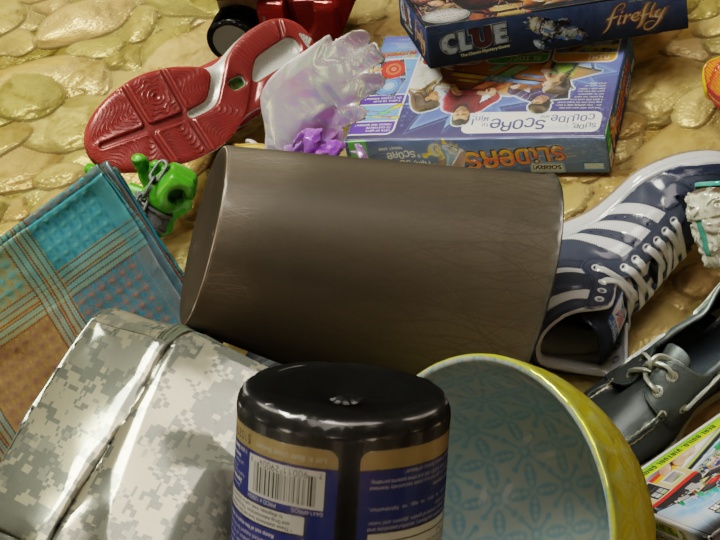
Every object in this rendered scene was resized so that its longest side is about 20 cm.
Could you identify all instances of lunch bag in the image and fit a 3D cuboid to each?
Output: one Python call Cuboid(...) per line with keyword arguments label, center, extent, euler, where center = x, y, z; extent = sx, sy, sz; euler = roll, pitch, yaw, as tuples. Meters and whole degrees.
Cuboid(label="lunch bag", center=(-0.109, 0.141, 1.078), extent=(0.168, 0.139, 0.200), euler=(12, 57, 31))

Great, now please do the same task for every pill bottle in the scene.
Cuboid(label="pill bottle", center=(-0.014, 0.157, 0.970), extent=(0.112, 0.200, 0.112), euler=(4, 13, -1))

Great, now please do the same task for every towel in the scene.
Cuboid(label="towel", center=(-0.203, 0.044, 1.203), extent=(0.200, 0.022, 0.147), euler=(-35, 85, 8))

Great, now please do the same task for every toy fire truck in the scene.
Cuboid(label="toy fire truck", center=(-0.027, -0.269, 1.499), extent=(0.200, 0.176, 0.129), euler=(2, 43, 18))

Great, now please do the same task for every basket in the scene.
Cuboid(label="basket", center=(0.000, 0.000, 1.129), extent=(0.200, 0.180, 0.136), euler=(14, 26, -13))

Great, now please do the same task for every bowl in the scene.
Cuboid(label="bowl", center=(0.096, 0.150, 1.027), extent=(0.108, 0.200, 0.200), euler=(10, 20, -43))

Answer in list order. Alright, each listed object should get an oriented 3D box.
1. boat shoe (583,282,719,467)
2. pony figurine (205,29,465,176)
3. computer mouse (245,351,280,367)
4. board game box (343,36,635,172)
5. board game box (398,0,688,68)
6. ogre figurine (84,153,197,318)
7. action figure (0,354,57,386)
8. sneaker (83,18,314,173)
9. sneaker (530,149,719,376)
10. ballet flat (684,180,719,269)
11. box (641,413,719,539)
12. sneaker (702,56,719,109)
Cuboid(label="boat shoe", center=(0.187, 0.063, 1.149), extent=(0.200, 0.062, 0.073), euler=(-31, 43, -18))
Cuboid(label="pony figurine", center=(-0.040, -0.052, 1.287), extent=(0.193, 0.167, 0.200), euler=(-21, 34, 23))
Cuboid(label="computer mouse", center=(-0.041, 0.121, 1.182), extent=(0.059, 0.034, 0.200), euler=(-22, 46, 12))
Cuboid(label="board game box", center=(0.100, -0.129, 1.411), extent=(0.200, 0.034, 0.135), euler=(1, 43, 19))
Cuboid(label="board game box", center=(0.137, -0.205, 1.438), extent=(0.200, 0.035, 0.136), euler=(-9, 22, -5))
Cuboid(label="ogre figurine", center=(-0.175, -0.012, 1.289), extent=(0.200, 0.098, 0.120), euler=(7, 62, 52))
Cuboid(label="action figure", center=(-0.250, 0.058, 1.265), extent=(0.200, 0.118, 0.055), euler=(18, 66, 19))
Cuboid(label="sneaker", center=(-0.128, -0.113, 1.415), extent=(0.200, 0.116, 0.078), euler=(-26, 83, -25))
Cuboid(label="sneaker", center=(0.180, -0.001, 1.216), extent=(0.200, 0.070, 0.109), euler=(-26, 37, -3))
Cuboid(label="ballet flat", center=(0.300, -0.032, 1.217), extent=(0.200, 0.072, 0.072), euler=(-6, 37, -22))
Cuboid(label="box", center=(0.251, 0.103, 1.075), extent=(0.200, 0.035, 0.110), euler=(-32, 18, -19))
Cuboid(label="sneaker", center=(0.343, -0.173, 1.365), extent=(0.200, 0.073, 0.077), euler=(-21, 31, -12))
